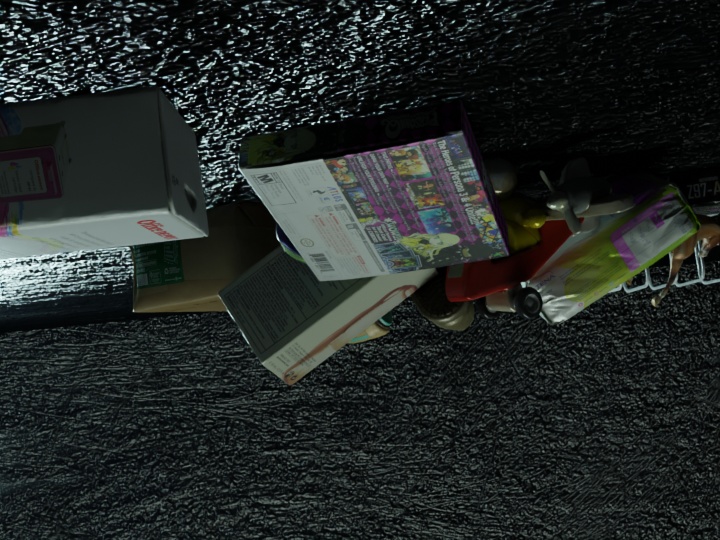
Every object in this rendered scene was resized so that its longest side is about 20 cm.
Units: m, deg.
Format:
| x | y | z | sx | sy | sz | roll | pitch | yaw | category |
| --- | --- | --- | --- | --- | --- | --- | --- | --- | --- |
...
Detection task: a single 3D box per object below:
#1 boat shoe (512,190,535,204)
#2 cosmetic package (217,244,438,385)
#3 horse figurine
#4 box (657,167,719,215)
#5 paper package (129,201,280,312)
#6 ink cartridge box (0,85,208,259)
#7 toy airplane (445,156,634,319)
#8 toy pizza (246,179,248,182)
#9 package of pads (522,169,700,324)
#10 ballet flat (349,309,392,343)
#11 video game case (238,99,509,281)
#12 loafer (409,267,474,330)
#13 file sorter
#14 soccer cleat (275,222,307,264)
| x | y | z | sx | sy | sz | roll | pitch | yaw | category |
| --- | --- | --- | --- | --- | --- | --- | --- | --- | --- |
| 0.182 | -0.065 | 1.316 | 0.059 | 0.072 | 0.200 | -12 | 180 | -8 | boat shoe |
| -0.032 | 0.014 | 1.131 | 0.200 | 0.104 | 0.087 | -36 | 152 | 2 | cosmetic package |
| 0.351 | -0.053 | 1.323 | 0.200 | 0.133 | 0.050 | 40 | -175 | -19 | horse figurine |
| 0.468 | -0.102 | 1.414 | 0.199 | 0.044 | 0.160 | -8 | 175 | 14 | box |
| -0.142 | -0.013 | 1.277 | 0.199 | 0.104 | 0.190 | -10 | 173 | 39 | paper package |
| -0.213 | -0.058 | 0.733 | 0.199 | 0.085 | 0.145 | -5 | 176 | 0 | ink cartridge box |
| 0.168 | -0.059 | 1.094 | 0.200 | 0.141 | 0.199 | -29 | -162 | 17 | toy airplane |
| -0.005 | -0.086 | 1.010 | 0.199 | 0.032 | 0.200 | -7 | 175 | -1 | toy pizza |
| 0.263 | -0.029 | 1.213 | 0.200 | 0.068 | 0.155 | -35 | -169 | 5 | package of pads |
| 0.000 | 0.000 | 1.237 | 0.063 | 0.200 | 0.069 | -31 | 124 | 28 | ballet flat |
| 0.018 | -0.058 | 0.907 | 0.180 | 0.036 | 0.200 | -8 | 151 | 16 | video game case |
| 0.070 | -0.005 | 1.203 | 0.076 | 0.200 | 0.068 | -26 | 137 | 6 | loafer |
| 0.493 | -0.033 | 1.807 | 0.199 | 0.125 | 0.139 | -6 | 175 | -6 | file sorter |
| 0.015 | -0.040 | 1.018 | 0.199 | 0.065 | 0.084 | -8 | 168 | 22 | soccer cleat |
